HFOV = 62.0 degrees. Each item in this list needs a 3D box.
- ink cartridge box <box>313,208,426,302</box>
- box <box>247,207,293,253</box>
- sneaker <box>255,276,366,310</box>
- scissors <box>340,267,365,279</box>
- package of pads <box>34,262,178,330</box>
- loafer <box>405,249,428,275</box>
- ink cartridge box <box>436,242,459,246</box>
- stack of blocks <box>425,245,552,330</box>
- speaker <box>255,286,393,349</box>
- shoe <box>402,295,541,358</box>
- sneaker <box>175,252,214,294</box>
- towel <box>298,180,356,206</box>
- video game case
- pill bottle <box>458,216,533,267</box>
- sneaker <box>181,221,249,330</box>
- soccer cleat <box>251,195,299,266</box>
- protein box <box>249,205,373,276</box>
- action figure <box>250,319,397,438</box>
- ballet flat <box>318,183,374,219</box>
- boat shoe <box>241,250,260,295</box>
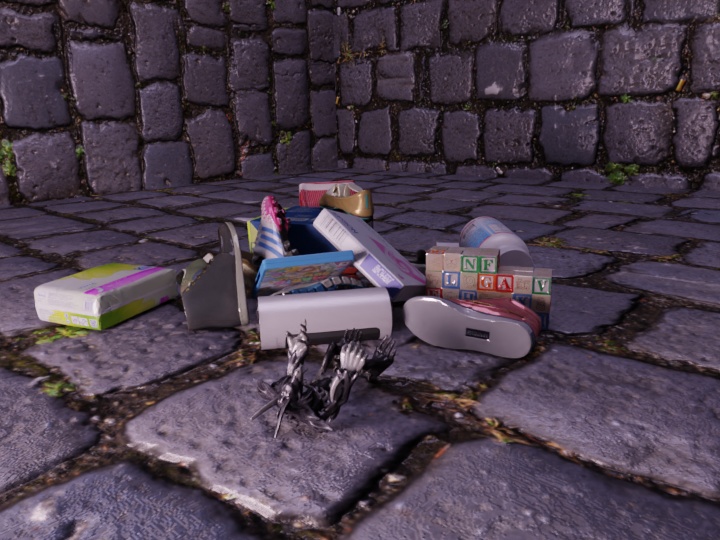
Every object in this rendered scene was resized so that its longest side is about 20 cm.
[{"bbox_3d":[0.036,-0.026,1.053,0.196,0.043,0.200,43,17,19],"label":"ink cartridge box"},{"bbox_3d":[-0.191,-0.074,1.383,0.047,0.123,0.200,1,14,17],"label":"box"},{"bbox_3d":[-0.086,0.047,1.023,0.199,0.076,0.087,-7,10,-22],"label":"sneaker"},{"bbox_3d":[0.000,0.000,1.138,0.199,0.074,0.014,-15,-11,-7],"label":"scissors"},{"bbox_3d":[-0.455,0.040,1.082,0.154,0.069,0.200,5,16,22],"label":"package of pads"},{"bbox_3d":[0.135,-0.008,1.206,0.199,0.070,0.070,-10,17,-30],"label":"loafer"},{"bbox_3d":[0.260,-0.053,1.411,0.161,0.057,0.200,0,19,7],"label":"ink cartridge box"},{"bbox_3d":[0.209,0.026,0.983,0.199,0.116,0.059,4,16,19],"label":"stack of blocks"},{"bbox_3d":[-0.056,0.071,0.904,0.199,0.082,0.081,-4,15,-10],"label":"speaker"},{"bbox_3d":[0.168,0.075,0.898,0.199,0.072,0.091,12,18,25],"label":"shoe"},{"bbox_3d":[-0.289,0.034,1.120,0.090,0.067,0.200,-27,32,-18],"label":"sneaker"},{"bbox_3d":[-0.071,-0.122,1.444,0.143,0.201,0.023,-4,-16,-10],"label":"towel"},{"bbox_3d":[-0.102,0.009,1.002,0.142,0.018,0.200,-7,-13,-17],"label":"video game case"},{"bbox_3d":[0.271,-0.033,1.199,0.108,0.109,0.200,-3,20,-4],"label":"pill bottle"},{"bbox_3d":[-0.252,0.004,1.014,0.105,0.075,0.201,-7,58,-12],"label":"sneaker"},{"bbox_3d":[-0.170,-0.059,1.107,0.086,0.070,0.201,-27,49,8],"label":"soccer cleat"},{"bbox_3d":[-0.095,-0.053,1.267,0.197,0.136,0.200,5,16,22],"label":"protein box"},{"bbox_3d":[-0.044,0.114,0.701,0.118,0.103,0.200,20,22,27],"label":"action figure"},{"bbox_3d":[-0.029,-0.153,1.252,0.068,0.063,0.200,-9,17,-30],"label":"ballet flat"},{"bbox_3d":[-0.204,0.012,1.168,0.074,0.067,0.199,-10,23,-43],"label":"boat shoe"}]
